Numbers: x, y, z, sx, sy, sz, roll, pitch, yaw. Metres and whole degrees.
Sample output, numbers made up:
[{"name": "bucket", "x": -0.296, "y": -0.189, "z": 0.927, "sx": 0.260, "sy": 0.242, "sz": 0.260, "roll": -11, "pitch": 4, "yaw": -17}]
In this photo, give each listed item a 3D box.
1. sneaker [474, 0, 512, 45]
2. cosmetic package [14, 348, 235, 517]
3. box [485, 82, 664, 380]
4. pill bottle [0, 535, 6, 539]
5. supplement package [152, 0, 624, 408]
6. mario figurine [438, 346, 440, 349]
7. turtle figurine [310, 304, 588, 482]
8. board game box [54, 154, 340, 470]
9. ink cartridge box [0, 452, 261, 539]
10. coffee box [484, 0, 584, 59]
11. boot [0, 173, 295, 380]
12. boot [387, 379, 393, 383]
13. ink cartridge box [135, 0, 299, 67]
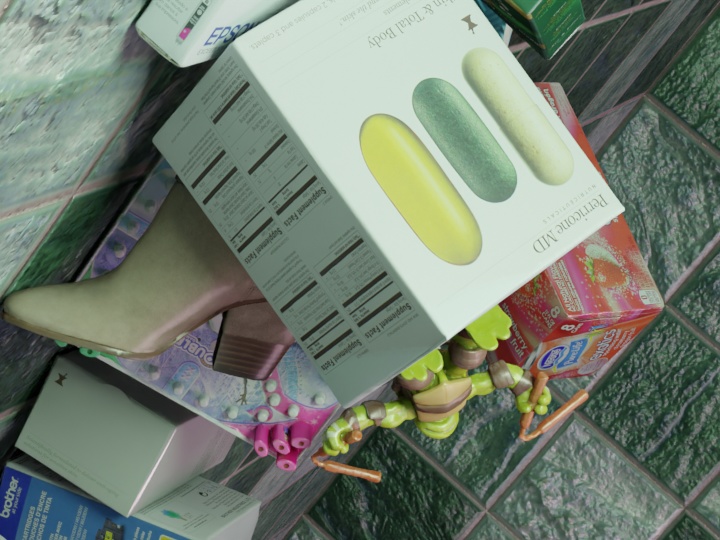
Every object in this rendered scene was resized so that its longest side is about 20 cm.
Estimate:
[{"name": "sneaker", "x": 0.080, "y": -0.156, "z": 1.626, "sx": 0.081, "sy": 0.076, "sz": 0.200, "roll": -24, "pitch": 134, "yaw": -78}, {"name": "cosmetic package", "x": -0.163, "y": 0.106, "z": 1.577, "sx": 0.085, "sy": 0.108, "sz": 0.200, "roll": -62, "pitch": 168, "yaw": 15}, {"name": "box", "x": 0.121, "y": -0.029, "z": 1.490, "sx": 0.095, "sy": 0.200, "sz": 0.100, "roll": -3, "pitch": 150, "yaw": -35}, {"name": "pill bottle", "x": -0.310, "y": 0.236, "z": 1.416, "sx": 0.114, "sy": 0.114, "sz": 0.200, "roll": -50, "pitch": 171, "yaw": 12}, {"name": "supplement package", "x": 0.013, "y": -0.056, "z": 1.206, "sx": 0.152, "sy": 0.200, "sz": 0.151, "roll": -35, "pitch": 178, "yaw": -29}, {"name": "mario figurine", "x": 0.000, "y": 0.000, "z": 1.436, "sx": 0.106, "sy": 0.200, "sz": 0.123, "roll": -93, "pitch": -177, "yaw": -49}, {"name": "turtle figurine", "x": 0.062, "y": 0.072, "z": 1.391, "sx": 0.200, "sy": 0.064, "sz": 0.161, "roll": -11, "pitch": 153, "yaw": -8}, {"name": "board game box", "x": -0.075, "y": 0.019, "z": 1.372, "sx": 0.200, "sy": 0.200, "sz": 0.026, "roll": -52, "pitch": -163, "yaw": 24}, {"name": "ink cartridge box", "x": -0.194, "y": 0.187, "z": 1.582, "sx": 0.136, "sy": 0.200, "sz": 0.076, "roll": -23, "pitch": 133, "yaw": -72}, {"name": "coffee box", "x": 0.090, "y": -0.209, "z": 1.394, "sx": 0.044, "sy": 0.123, "sz": 0.200, "roll": -46, "pitch": 173, "yaw": 4}, {"name": "boot", "x": -0.110, "y": -0.016, "z": 1.292, "sx": 0.070, "sy": 0.200, "sz": 0.146, "roll": -130, "pitch": -126, "yaw": -66}, {"name": "boot", "x": -0.002, "y": -0.007, "z": 1.641, "sx": 0.200, "sy": 0.066, "sz": 0.165, "roll": -146, "pitch": -116, "yaw": -73}, {"name": "ink cartridge box", "x": -0.019, "y": -0.209, "z": 1.159, "sx": 0.200, "sy": 0.043, "sz": 0.196, "roll": -51, "pitch": 171, "yaw": 23}]
